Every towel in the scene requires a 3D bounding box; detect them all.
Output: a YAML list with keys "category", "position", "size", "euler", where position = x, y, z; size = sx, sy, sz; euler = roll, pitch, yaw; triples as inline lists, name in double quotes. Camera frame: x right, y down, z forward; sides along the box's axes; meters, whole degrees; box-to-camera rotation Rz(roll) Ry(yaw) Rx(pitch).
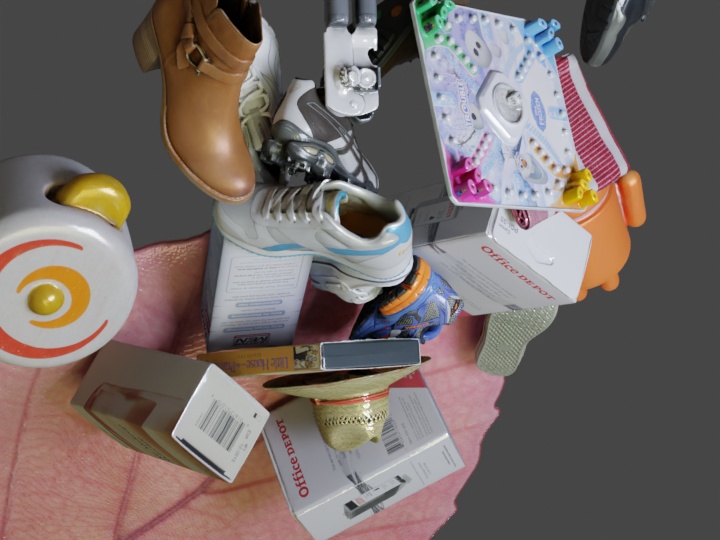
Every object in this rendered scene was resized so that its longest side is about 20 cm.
- category: "towel"
  position: [0.191, -0.136, 1.356]
  size: [0.199, 0.146, 0.023]
  euler: [-26, 179, -44]

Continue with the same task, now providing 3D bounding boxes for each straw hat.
- category: "straw hat"
  position: [-0.010, 0.152, 1.478]
  size: [0.198, 0.201, 0.087]
  euler: [-9, 91, -13]

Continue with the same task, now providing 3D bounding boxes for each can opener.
- category: "can opener"
  position: [-0.013, -0.241, 1.258]
  size: [0.052, 0.066, 0.204]
  euler: [-2, 91, -15]

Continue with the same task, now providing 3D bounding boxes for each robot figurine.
- category: "robot figurine"
  position: [0.229, -0.058, 1.479]
  size: [0.117, 0.142, 0.201]
  euler: [-52, 136, -29]

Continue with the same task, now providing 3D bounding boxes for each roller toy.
- category: "roller toy"
  position: [-0.310, -0.006, 1.309]
  size: [0.197, 0.140, 0.184]
  euler: [-17, 129, -8]

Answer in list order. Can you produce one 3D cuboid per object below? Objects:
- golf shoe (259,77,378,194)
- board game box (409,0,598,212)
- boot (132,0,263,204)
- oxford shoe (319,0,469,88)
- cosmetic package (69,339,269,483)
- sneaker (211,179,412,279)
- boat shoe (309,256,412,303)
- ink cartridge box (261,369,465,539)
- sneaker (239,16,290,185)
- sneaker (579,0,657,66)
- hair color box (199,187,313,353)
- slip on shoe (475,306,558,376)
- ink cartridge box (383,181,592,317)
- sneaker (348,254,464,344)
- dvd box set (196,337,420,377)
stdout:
- category: "golf shoe"
  position: [-0.025, -0.127, 1.316]
  size: [0.200, 0.077, 0.096]
  euler: [26, 74, -68]
- category: "board game box"
  position: [0.142, -0.159, 1.285]
  size: [0.198, 0.203, 0.026]
  euler: [1, 164, -43]
- category: "boot"
  position: [-0.122, -0.172, 1.213]
  size: [0.076, 0.203, 0.155]
  euler: [-19, 174, -40]
- category: "oxford shoe"
  position: [0.042, -0.227, 1.324]
  size: [0.200, 0.073, 0.084]
  euler: [-42, 139, 18]
- category: "cosmetic package"
  position: [-0.203, 0.145, 1.409]
  size: [0.103, 0.199, 0.088]
  euler: [44, 67, -35]
- category: "sneaker"
  position: [-0.046, -0.054, 1.274]
  size: [0.197, 0.077, 0.081]
  euler: [10, 149, 7]
- category: "boat shoe"
  position: [0.000, 0.000, 1.387]
  size: [0.073, 0.199, 0.066]
  euler: [-21, 106, -20]
- category: "ink cartridge box"
  position: [0.000, 0.199, 1.557]
  size: [0.198, 0.148, 0.083]
  euler: [-27, 140, 3]
- category: "sneaker"
  position: [-0.100, -0.168, 1.302]
  size: [0.074, 0.088, 0.202]
  euler: [-20, 127, 5]
- category: "sneaker"
  position: [0.300, -0.292, 1.364]
  size: [0.113, 0.076, 0.202]
  euler: [13, 114, -19]
- category: "hair color box"
  position: [-0.109, 0.003, 1.401]
  size: [0.097, 0.061, 0.201]
  euler: [-4, 143, -16]
- category: "slip on shoe"
  position: [0.177, 0.050, 1.536]
  size: [0.073, 0.062, 0.201]
  euler: [14, 147, -2]
- category: "ink cartridge box"
  position: [0.123, -0.023, 1.411]
  size: [0.146, 0.084, 0.199]
  euler: [34, 153, -31]
- category: "sneaker"
  position: [0.046, 0.051, 1.424]
  size: [0.078, 0.200, 0.076]
  euler: [33, 70, -9]
- category: "dvd box set"
  position: [-0.056, 0.093, 1.405]
  size: [0.145, 0.198, 0.030]
  euler: [0, 84, -44]
